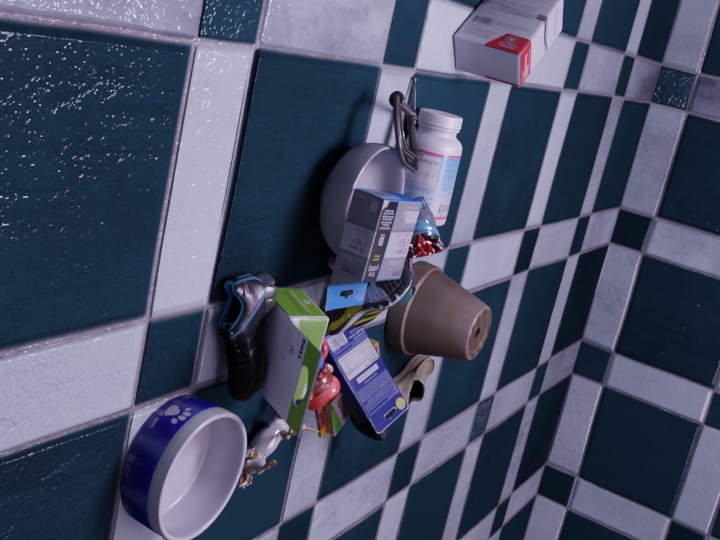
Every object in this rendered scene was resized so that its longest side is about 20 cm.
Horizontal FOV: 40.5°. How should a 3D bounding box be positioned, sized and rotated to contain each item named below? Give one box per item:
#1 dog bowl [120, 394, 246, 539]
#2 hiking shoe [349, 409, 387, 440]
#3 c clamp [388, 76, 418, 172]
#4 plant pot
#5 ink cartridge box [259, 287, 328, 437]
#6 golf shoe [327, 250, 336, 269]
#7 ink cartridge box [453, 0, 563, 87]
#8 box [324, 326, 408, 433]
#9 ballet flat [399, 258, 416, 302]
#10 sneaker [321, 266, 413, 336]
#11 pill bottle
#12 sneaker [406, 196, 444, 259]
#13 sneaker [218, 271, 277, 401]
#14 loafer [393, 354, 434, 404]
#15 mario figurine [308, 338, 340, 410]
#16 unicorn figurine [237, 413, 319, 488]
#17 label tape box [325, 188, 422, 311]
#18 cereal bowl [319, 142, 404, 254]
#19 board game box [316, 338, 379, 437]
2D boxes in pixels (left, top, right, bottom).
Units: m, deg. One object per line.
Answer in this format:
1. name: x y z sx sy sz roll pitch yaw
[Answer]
1. dog bowl: -0.257 0.290 1.437 0.200 0.078 0.202 -42 143 -43
2. hiking shoe: 0.024 0.239 1.883 0.101 0.075 0.202 -46 132 -34
3. c clamp: 0.076 -0.255 1.673 0.200 0.027 0.174 -20 106 -77
4. plant pot: 0.173 0.103 2.039 0.200 0.172 0.202 -43 145 -42
5. ink cartridge box: -0.095 0.138 1.486 0.075 0.200 0.150 2 115 -35
6. golf shoe: 0.000 0.000 1.745 0.199 0.075 0.093 -6 117 -61
7. ink cartridge box: 0.291 -0.464 1.900 0.201 0.143 0.084 -53 151 -30
8. box: 0.003 0.192 1.786 0.121 0.032 0.202 -30 89 -52
9. ballet flat: 0.071 -0.032 1.877 0.073 0.072 0.202 -47 140 -38
10. sneaker: 0.016 0.047 1.721 0.084 0.198 0.075 -2 65 -62
11. pill bottle: 0.127 -0.192 1.814 0.108 0.108 0.203 -13 120 -60
12. sneaker: 0.106 -0.079 1.731 0.200 0.078 0.097 92 -11 -79
13. sneaker: -0.185 0.101 1.473 0.081 0.073 0.203 -4 104 -49
14. loafer: 0.117 0.251 2.151 0.200 0.068 0.077 -37 139 -48
15. mario figurine: -0.106 0.154 1.671 0.122 0.106 0.202 -20 123 -11
16. unicorn figurine: -0.148 0.286 1.647 0.199 0.074 0.137 -31 177 -24
17. label tape box: 0.021 -0.026 1.587 0.143 0.065 0.203 -5 111 -62
18. cereal bowl: -0.008 -0.120 1.630 0.200 0.082 0.203 -42 142 -43
19. board game box: -0.021 0.235 1.923 0.200 0.030 0.096 -47 145 -35
